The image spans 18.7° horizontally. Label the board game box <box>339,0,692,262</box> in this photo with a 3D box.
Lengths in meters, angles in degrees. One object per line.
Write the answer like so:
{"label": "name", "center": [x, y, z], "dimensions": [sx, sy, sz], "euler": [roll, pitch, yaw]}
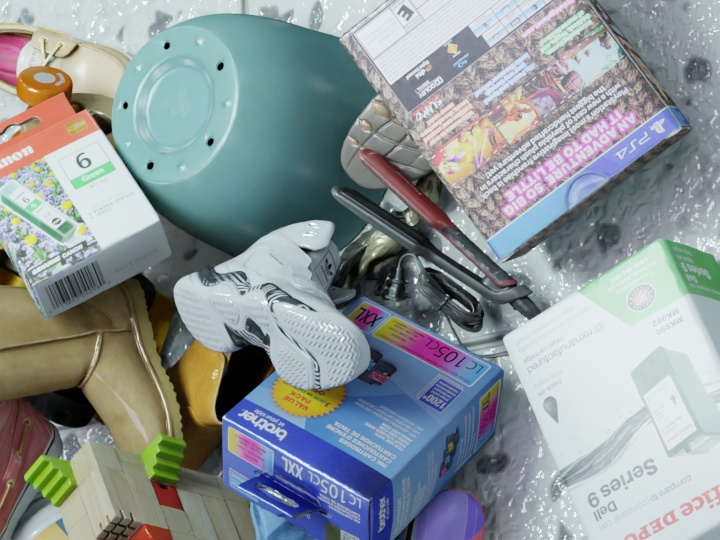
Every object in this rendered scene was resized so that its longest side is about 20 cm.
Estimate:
{"label": "board game box", "center": [0.113, -0.134, 1.564], "dimensions": [0.159, 0.097, 0.200], "euler": [-36, 85, 13]}

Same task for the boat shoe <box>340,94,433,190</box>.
{"label": "boat shoe", "center": [0.073, -0.132, 1.662], "dimensions": [0.200, 0.073, 0.075], "euler": [-38, 85, 13]}

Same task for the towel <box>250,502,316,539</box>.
{"label": "towel", "center": [-0.035, 0.169, 1.640], "dimensions": [0.112, 0.049, 0.200], "euler": [-35, 38, 22]}

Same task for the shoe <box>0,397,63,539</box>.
{"label": "shoe", "center": [-0.307, 0.178, 1.675], "dimensions": [0.071, 0.091, 0.200], "euler": [6, 56, 36]}

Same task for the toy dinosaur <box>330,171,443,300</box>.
{"label": "toy dinosaur", "center": [0.000, 0.000, 1.691], "dimensions": [0.200, 0.047, 0.088], "euler": [-38, 25, 24]}

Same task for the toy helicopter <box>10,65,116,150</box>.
{"label": "toy helicopter", "center": [-0.217, -0.087, 1.788], "dimensions": [0.200, 0.132, 0.079], "euler": [-104, 22, -54]}

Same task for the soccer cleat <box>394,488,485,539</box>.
{"label": "soccer cleat", "center": [0.021, 0.244, 1.604], "dimensions": [0.067, 0.076, 0.200], "euler": [40, 110, -3]}

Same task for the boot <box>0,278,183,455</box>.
{"label": "boot", "center": [-0.247, 0.088, 1.656], "dimensions": [0.066, 0.200, 0.175], "euler": [-42, 60, 48]}

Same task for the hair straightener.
{"label": "hair straightener", "center": [0.056, -0.001, 1.627], "dimensions": [0.200, 0.041, 0.077], "euler": [40, 106, 5]}

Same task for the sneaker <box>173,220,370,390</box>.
{"label": "sneaker", "center": [-0.038, 0.018, 1.579], "dimensions": [0.200, 0.115, 0.075], "euler": [15, 131, 49]}

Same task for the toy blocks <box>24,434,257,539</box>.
{"label": "toy blocks", "center": [-0.140, 0.208, 1.622], "dimensions": [0.100, 0.200, 0.137], "euler": [-48, 45, 23]}

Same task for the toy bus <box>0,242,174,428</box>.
{"label": "toy bus", "center": [-0.286, 0.020, 1.806], "dimensions": [0.192, 0.200, 0.136], "euler": [38, 102, 43]}

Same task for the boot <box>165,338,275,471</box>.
{"label": "boot", "center": [-0.124, 0.108, 1.706], "dimensions": [0.201, 0.071, 0.144], "euler": [-61, 14, 2]}

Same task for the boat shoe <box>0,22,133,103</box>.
{"label": "boat shoe", "center": [-0.276, -0.175, 1.913], "dimensions": [0.200, 0.069, 0.074], "euler": [13, 87, 36]}

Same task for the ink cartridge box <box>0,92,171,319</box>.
{"label": "ink cartridge box", "center": [-0.239, -0.066, 1.684], "dimensions": [0.109, 0.050, 0.200], "euler": [-28, 55, -11]}

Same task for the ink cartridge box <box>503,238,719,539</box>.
{"label": "ink cartridge box", "center": [0.209, 0.102, 1.510], "dimensions": [0.146, 0.084, 0.200], "euler": [-34, 63, 24]}

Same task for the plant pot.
{"label": "plant pot", "center": [-0.099, -0.112, 1.722], "dimensions": [0.200, 0.161, 0.201], "euler": [-8, 75, 34]}

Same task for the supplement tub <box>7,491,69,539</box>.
{"label": "supplement tub", "center": [-0.207, 0.268, 1.721], "dimensions": [0.200, 0.145, 0.145], "euler": [41, 103, 33]}

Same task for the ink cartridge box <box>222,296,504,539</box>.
{"label": "ink cartridge box", "center": [-0.007, 0.122, 1.576], "dimensions": [0.136, 0.200, 0.076], "euler": [26, 138, 26]}
